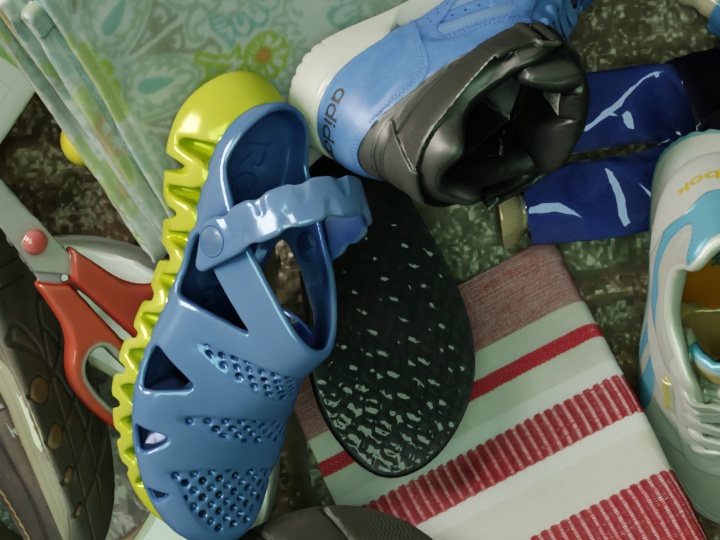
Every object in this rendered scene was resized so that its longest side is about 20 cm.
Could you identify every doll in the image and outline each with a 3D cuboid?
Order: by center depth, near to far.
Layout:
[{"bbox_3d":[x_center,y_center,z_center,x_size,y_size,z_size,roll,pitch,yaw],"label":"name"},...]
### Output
[{"bbox_3d":[0.155,-0.067,1.136,0.199,0.048,0.137,-9,82,2],"label":"doll"}]

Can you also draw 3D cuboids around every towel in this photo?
[{"bbox_3d":[-0.055,-0.122,1.078,0.200,0.048,0.172,-43,127,-17],"label":"towel"},{"bbox_3d":[0.063,0.099,1.116,0.144,0.023,0.201,-28,60,5],"label":"towel"}]

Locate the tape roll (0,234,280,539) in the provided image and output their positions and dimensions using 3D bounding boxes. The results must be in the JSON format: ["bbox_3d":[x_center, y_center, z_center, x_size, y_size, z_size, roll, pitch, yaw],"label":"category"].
[{"bbox_3d":[-0.137,0.086,1.149,0.201,0.071,0.204,0,94,1],"label":"tape roll"}]

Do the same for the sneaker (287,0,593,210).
[{"bbox_3d":[0.076,-0.097,1.079,0.200,0.111,0.077,-35,135,-24],"label":"sneaker"}]

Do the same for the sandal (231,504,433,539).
[{"bbox_3d":[-0.047,0.158,1.089,0.200,0.057,0.080,-17,50,18],"label":"sandal"}]

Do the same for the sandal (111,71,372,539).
[{"bbox_3d":[-0.047,0.023,1.047,0.087,0.079,0.201,22,111,40],"label":"sandal"}]

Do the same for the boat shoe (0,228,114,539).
[{"bbox_3d":[-0.169,0.036,1.083,0.073,0.074,0.201,-22,91,19],"label":"boat shoe"}]

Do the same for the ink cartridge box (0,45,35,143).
[{"bbox_3d":[-0.202,-0.096,1.116,0.104,0.059,0.200,36,86,-33],"label":"ink cartridge box"}]

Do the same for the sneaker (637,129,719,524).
[{"bbox_3d":[0.157,0.042,1.101,0.076,0.081,0.201,-6,125,8],"label":"sneaker"}]

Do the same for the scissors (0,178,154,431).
[{"bbox_3d":[-0.133,0.002,1.052,0.200,0.014,0.073,38,82,-33],"label":"scissors"}]

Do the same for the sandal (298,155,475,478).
[{"bbox_3d":[0.001,-0.001,1.137,0.075,0.048,0.201,-13,71,-8],"label":"sandal"}]

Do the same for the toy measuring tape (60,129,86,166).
[{"bbox_3d":[-0.065,-0.122,1.128,0.074,0.074,0.200,45,96,-1],"label":"toy measuring tape"}]
